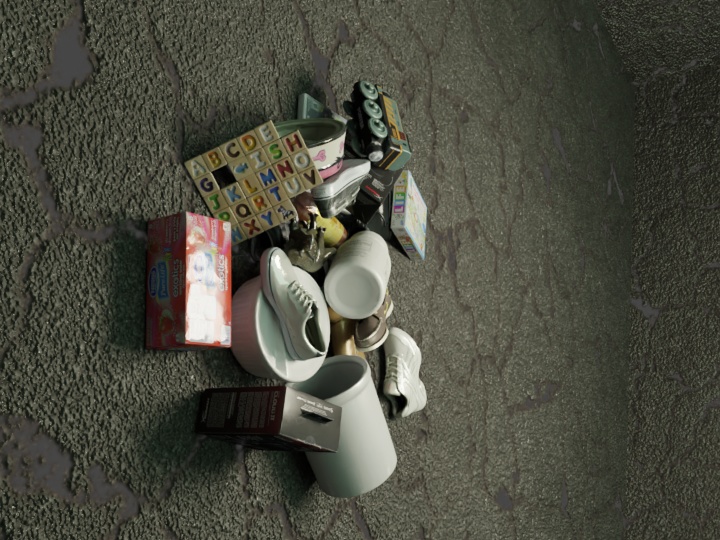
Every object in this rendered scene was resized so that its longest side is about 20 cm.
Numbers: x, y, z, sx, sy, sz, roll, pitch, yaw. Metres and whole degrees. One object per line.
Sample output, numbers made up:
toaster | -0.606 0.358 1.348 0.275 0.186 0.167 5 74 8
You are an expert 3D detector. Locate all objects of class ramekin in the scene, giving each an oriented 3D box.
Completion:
ramekin | -0.148 0.096 1.404 0.201 0.093 0.206 17 69 -53

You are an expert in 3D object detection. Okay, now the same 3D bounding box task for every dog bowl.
dog bowl | -0.118 -0.212 1.440 0.200 0.197 0.075 -40 130 -51

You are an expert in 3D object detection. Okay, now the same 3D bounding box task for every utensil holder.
utensil holder | -0.033 0.284 1.469 0.170 0.168 0.203 -44 120 -50

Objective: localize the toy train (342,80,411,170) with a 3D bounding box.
toy train | 0.034 -0.287 1.585 0.113 0.085 0.202 17 46 -34

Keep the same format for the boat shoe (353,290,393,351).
boat shoe | 0.022 0.088 1.584 0.201 0.071 0.060 -66 144 -60

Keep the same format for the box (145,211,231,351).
box | -0.266 0.020 1.246 0.099 0.094 0.204 12 73 -54

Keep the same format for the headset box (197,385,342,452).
headset box | -0.136 0.240 1.285 0.148 0.198 0.079 30 59 -47

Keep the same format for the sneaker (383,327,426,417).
sneaker | 0.084 0.226 1.735 0.099 0.077 0.203 -27 104 -51

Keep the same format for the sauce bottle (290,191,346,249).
sauce bottle | -0.102 -0.112 1.543 0.200 0.065 0.067 44 49 -44

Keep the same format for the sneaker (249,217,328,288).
sneaker | -0.137 -0.030 1.470 0.202 0.075 0.114 60 40 -20

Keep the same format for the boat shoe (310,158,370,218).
boat shoe | -0.038 -0.150 1.462 0.200 0.071 0.072 -43 131 -55

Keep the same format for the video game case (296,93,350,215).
video game case | -0.070 -0.236 1.654 0.181 0.023 0.204 23 65 -52

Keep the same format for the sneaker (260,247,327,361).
sneaker | -0.103 0.053 1.333 0.073 0.070 0.203 -40 115 -51

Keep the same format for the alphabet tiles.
alphabet tiles | -0.171 -0.150 1.352 0.008 0.197 0.169 -97 161 -65

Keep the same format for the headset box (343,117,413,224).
headset box | 0.007 -0.214 1.620 0.148 0.077 0.201 35 46 -5

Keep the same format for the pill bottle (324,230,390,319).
pill bottle | 0.000 0.000 1.529 0.200 0.113 0.116 -72 142 -66

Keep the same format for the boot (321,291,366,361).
boot | -0.043 0.139 1.576 0.174 0.065 0.204 -9 92 -55

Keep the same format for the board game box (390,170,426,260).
board game box | 0.113 -0.122 1.832 0.200 0.034 0.137 51 41 -64

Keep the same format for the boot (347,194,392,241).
boot | 0.014 -0.115 1.681 0.163 0.072 0.201 -54 137 -60

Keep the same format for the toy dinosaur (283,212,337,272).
toy dinosaur | -0.094 -0.040 1.420 0.200 0.076 0.104 62 33 -71
